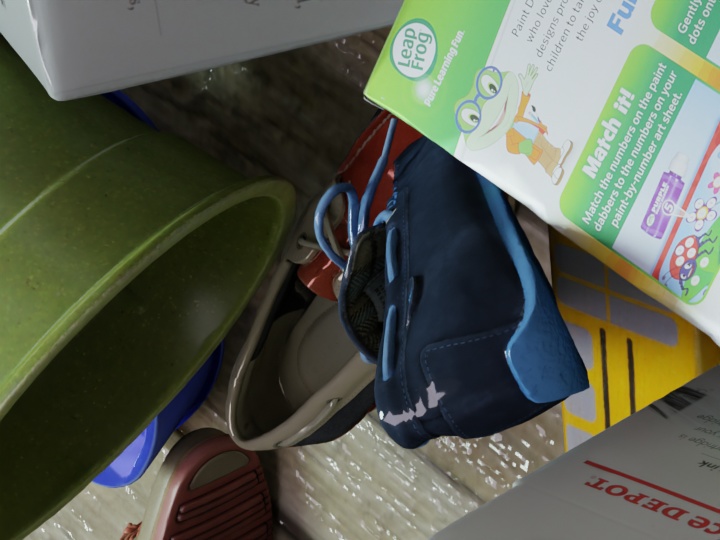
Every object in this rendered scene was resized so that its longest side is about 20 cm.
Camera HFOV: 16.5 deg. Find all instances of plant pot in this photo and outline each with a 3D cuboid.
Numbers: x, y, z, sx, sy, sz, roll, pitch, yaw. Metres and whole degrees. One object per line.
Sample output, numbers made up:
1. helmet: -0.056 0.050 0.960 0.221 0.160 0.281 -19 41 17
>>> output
1. plant pot: -0.160 -0.018 0.928 0.190 0.200 0.200 42 140 11

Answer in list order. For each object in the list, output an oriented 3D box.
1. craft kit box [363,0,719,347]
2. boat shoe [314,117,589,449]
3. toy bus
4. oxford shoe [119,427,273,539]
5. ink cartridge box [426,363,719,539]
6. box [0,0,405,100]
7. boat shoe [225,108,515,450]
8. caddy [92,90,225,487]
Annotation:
1. craft kit box: 0.114 -0.090 0.719 0.197 0.048 0.200 37 113 30
2. boat shoe: 0.020 -0.001 0.802 0.084 0.069 0.200 63 -176 -11
3. toy bus: 0.111 0.033 0.837 0.078 0.065 0.200 21 126 46
4. oxford shoe: -0.093 0.137 1.154 0.075 0.070 0.200 47 140 32
5. ink cartridge box: 0.126 0.083 0.728 0.116 0.200 0.067 19 125 45
6. box: -0.078 -0.183 0.840 0.199 0.130 0.200 -137 35 -66
7. boat shoe: 0.000 0.000 0.960 0.071 0.062 0.200 52 141 21
8. caddy: -0.141 0.004 1.088 0.141 0.105 0.200 -6 117 18
